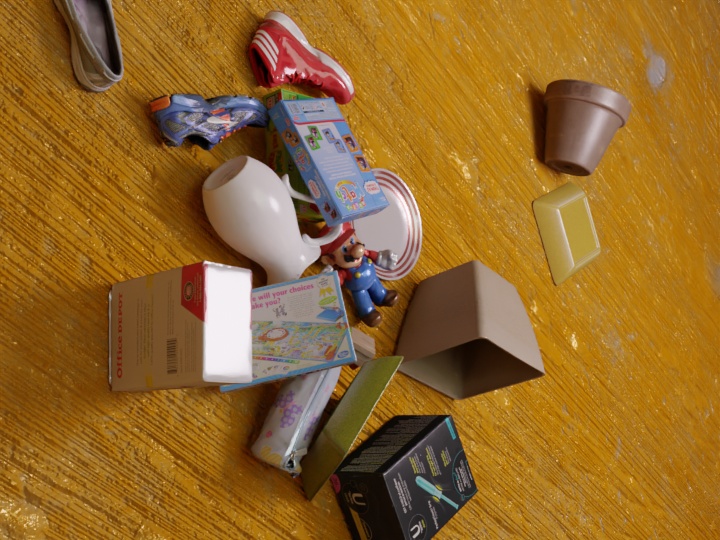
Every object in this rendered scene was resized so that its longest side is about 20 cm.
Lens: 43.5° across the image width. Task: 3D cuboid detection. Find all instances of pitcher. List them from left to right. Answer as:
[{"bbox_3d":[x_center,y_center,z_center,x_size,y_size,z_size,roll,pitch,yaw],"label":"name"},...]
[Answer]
[{"bbox_3d":[-0.129,-0.085,1.353,0.171,0.121,0.201,-43,120,-15],"label":"pitcher"}]

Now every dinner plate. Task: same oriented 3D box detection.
[{"bbox_3d":[0.040,-0.082,1.617,0.199,0.024,0.203,13,72,-45],"label":"dinner plate"}]

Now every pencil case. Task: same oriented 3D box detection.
[{"bbox_3d":[-0.090,0.199,1.340,0.082,0.091,0.202,25,78,-12],"label":"pencil case"}]

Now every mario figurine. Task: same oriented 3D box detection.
[{"bbox_3d":[0.000,0.000,1.494,0.201,0.105,0.124,57,23,-30],"label":"mario figurine"}]

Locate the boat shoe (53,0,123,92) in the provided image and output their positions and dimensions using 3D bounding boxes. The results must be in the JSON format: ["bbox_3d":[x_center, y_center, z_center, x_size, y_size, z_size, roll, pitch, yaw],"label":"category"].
[{"bbox_3d":[-0.361,-0.345,1.210,0.074,0.064,0.204,-10,90,-47],"label":"boat shoe"}]

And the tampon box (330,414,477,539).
[{"bbox_3d":[0.072,0.349,1.489,0.199,0.125,0.151,-30,104,-45],"label":"tampon box"}]

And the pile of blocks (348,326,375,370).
[{"bbox_3d":[-0.066,0.114,1.451,0.199,0.082,0.062,22,110,-33],"label":"pile of blocks"}]

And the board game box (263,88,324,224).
[{"bbox_3d":[-0.102,-0.183,1.468,0.101,0.047,0.203,5,79,-47],"label":"board game box"}]

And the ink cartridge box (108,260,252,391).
[{"bbox_3d":[-0.234,0.077,1.164,0.083,0.199,0.147,9,75,-48],"label":"ink cartridge box"}]

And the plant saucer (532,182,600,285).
[{"bbox_3d":[0.487,-0.091,2.080,0.199,0.048,0.202,-26,101,-47],"label":"plant saucer"}]

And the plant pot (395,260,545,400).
[{"bbox_3d":[0.195,0.101,1.636,0.199,0.199,0.179,30,50,-39],"label":"plant pot"}]

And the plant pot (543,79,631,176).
[{"bbox_3d":[0.496,-0.315,2.052,0.199,0.199,0.176,23,82,-42],"label":"plant pot"}]

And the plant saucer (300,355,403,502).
[{"bbox_3d":[-0.025,0.233,1.393,0.048,0.200,0.200,33,52,2],"label":"plant saucer"}]

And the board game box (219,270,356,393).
[{"bbox_3d":[-0.115,0.088,1.301,0.198,0.034,0.136,-12,79,-3],"label":"board game box"}]

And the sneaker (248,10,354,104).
[{"bbox_3d":[-0.106,-0.317,1.486,0.200,0.078,0.116,39,64,-20],"label":"sneaker"}]

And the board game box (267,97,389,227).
[{"bbox_3d":[-0.046,-0.173,1.407,0.151,0.036,0.201,-20,80,-58],"label":"board game box"}]

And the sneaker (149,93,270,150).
[{"bbox_3d":[-0.221,-0.218,1.342,0.199,0.075,0.079,-8,96,-39],"label":"sneaker"}]
